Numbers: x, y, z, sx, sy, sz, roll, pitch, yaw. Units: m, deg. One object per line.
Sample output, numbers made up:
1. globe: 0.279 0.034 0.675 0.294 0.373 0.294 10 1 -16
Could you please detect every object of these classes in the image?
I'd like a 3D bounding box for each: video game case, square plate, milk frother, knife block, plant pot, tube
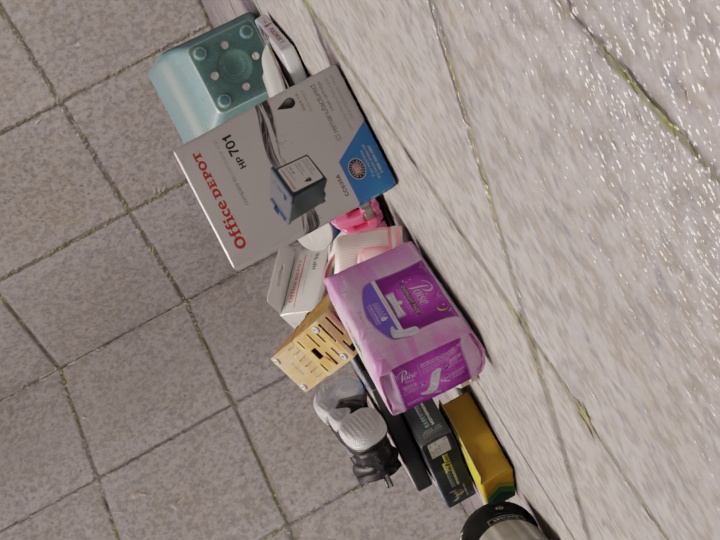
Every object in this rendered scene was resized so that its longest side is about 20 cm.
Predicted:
1. video game case: -0.084 -0.252 1.846 0.201 0.023 0.182 64 176 -29
2. square plate: -0.090 -0.186 1.802 0.199 0.028 0.201 -110 -1 -50
3. milk frother: 0.193 0.435 1.713 0.188 0.179 0.201 -137 23 -82
4. knife block: -0.026 0.061 1.634 0.064 0.176 0.200 42 144 -5
5. plant pot: -0.208 -0.301 2.079 0.197 0.195 0.200 62 167 1
6. tube: -0.032 -0.088 1.727 0.078 0.050 0.200 69 -156 -17
7. video game case: 0.030 0.188 1.834 0.201 0.025 0.181 66 175 -34

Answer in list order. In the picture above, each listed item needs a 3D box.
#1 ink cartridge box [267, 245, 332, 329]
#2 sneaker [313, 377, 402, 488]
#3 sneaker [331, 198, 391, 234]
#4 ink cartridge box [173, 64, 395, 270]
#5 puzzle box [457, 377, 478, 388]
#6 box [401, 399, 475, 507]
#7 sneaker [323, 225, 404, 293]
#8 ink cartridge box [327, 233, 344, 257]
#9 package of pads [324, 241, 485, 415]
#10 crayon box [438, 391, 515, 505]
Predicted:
1. ink cartridge box: -0.059 0.045 2.031 0.200 0.067 0.117 46 -133 -47
2. sneaker: -0.003 0.230 1.795 0.115 0.075 0.200 68 171 -22
3. sneaker: 0.012 -0.053 1.678 0.096 0.078 0.201 -95 -14 -53
4. ink cartridge box: -0.082 -0.110 1.412 0.147 0.199 0.086 62 177 -2
5. puzzle box: 0.102 0.088 1.682 0.134 0.025 0.200 63 177 2
6. box: 0.091 0.222 1.825 0.158 0.051 0.201 60 175 37
7. sneaker: 0.009 0.018 1.615 0.201 0.104 0.076 82 -177 -54
8. ink cartridge box: 0.000 0.000 1.867 0.200 0.050 0.162 -121 28 -58
9. package of pads: 0.048 0.058 1.447 0.200 0.120 0.076 -121 8 -51
10. crayon box: 0.164 0.251 1.815 0.128 0.051 0.200 62 177 22
